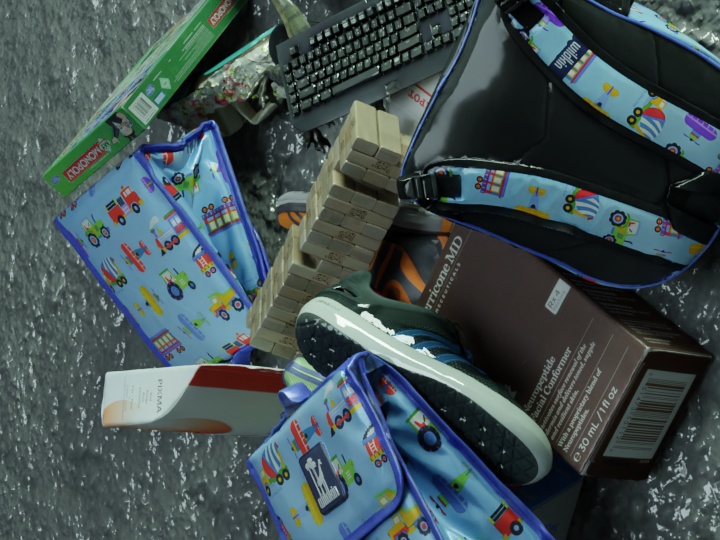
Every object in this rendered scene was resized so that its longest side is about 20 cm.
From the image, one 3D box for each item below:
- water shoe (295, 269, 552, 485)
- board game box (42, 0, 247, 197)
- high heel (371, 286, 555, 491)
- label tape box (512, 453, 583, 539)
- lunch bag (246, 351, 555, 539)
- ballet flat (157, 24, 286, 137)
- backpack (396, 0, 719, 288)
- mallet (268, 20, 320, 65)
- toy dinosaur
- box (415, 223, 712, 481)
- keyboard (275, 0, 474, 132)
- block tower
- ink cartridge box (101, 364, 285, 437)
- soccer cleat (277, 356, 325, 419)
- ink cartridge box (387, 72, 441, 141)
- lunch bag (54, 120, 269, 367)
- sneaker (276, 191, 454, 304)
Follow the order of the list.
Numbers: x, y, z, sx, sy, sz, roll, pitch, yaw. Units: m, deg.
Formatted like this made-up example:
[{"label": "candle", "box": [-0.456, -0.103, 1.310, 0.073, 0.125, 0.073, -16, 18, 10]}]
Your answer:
[{"label": "water shoe", "box": [0.053, 0.063, 1.207, 0.199, 0.079, 0.072, 32, 139, 16]}, {"label": "board game box", "box": [-0.181, -0.158, 1.551, 0.029, 0.200, 0.134, 43, 137, -13]}, {"label": "high heel", "box": [0.065, 0.074, 1.277, 0.096, 0.067, 0.201, -33, 60, 10]}, {"label": "label tape box", "box": [0.078, 0.174, 1.303, 0.144, 0.063, 0.201, 29, 111, 46]}, {"label": "lunch bag", "box": [0.014, 0.154, 1.203, 0.200, 0.094, 0.151, 54, 138, 11]}, {"label": "ballet flat", "box": [-0.112, -0.148, 1.545, 0.200, 0.076, 0.064, -18, 109, 54]}, {"label": "backpack", "box": [0.146, -0.094, 1.161, 0.199, 0.135, 0.183, 25, 110, 1]}, {"label": "mallet", "box": [0.022, -0.191, 1.410, 0.199, 0.066, 0.041, -11, 85, 35]}, {"label": "toy dinosaur", "box": [-0.042, -0.148, 1.392, 0.200, 0.047, 0.088, 52, 131, 31]}, {"label": "box", "box": [0.131, 0.044, 1.231, 0.200, 0.075, 0.101, 42, 114, 44]}, {"label": "keyboard", "box": [0.013, -0.187, 1.301, 0.199, 0.021, 0.128, -21, 71, 38]}, {"label": "block tower", "box": [-0.021, -0.020, 1.318, 0.058, 0.054, 0.201, -91, 25, -56]}, {"label": "ink cartridge box", "box": [-0.082, 0.105, 1.423, 0.199, 0.162, 0.050, -3, 81, 50]}, {"label": "soccer cleat", "box": [-0.023, 0.118, 1.361, 0.083, 0.065, 0.200, 29, 158, 14]}, {"label": "ink cartridge box", "box": [0.094, -0.148, 1.290, 0.117, 0.067, 0.201, 42, 119, 44]}, {"label": "lunch bag", "box": [-0.148, 0.002, 1.542, 0.150, 0.094, 0.201, -32, 85, 47]}, {"label": "sneaker", "box": [0.000, 0.000, 1.392, 0.199, 0.077, 0.113, 12, 97, 50]}]
